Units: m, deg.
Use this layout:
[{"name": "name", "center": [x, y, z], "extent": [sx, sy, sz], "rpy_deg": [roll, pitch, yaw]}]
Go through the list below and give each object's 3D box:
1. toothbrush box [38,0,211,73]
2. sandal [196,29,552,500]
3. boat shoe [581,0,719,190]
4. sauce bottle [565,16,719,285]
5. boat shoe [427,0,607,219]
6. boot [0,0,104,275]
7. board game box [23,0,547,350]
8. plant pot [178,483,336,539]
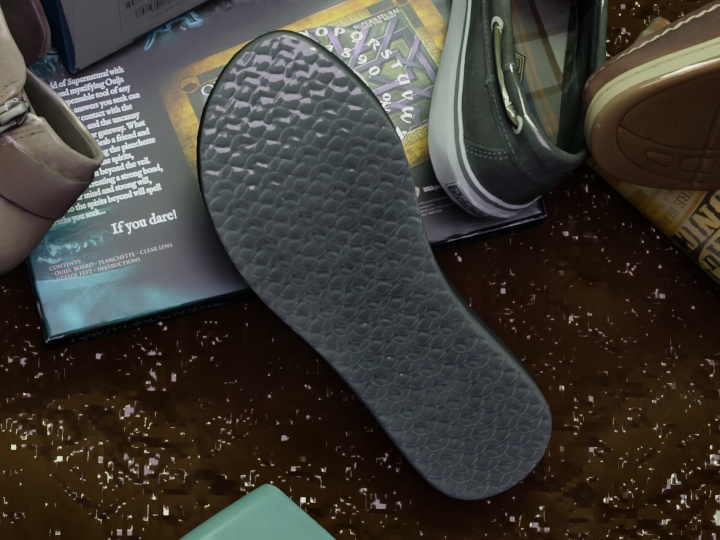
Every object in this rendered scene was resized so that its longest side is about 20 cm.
[{"name": "toothbrush box", "center": [-0.095, -0.201, 1.011], "extent": [0.146, 0.085, 0.201], "rpy_deg": [-29, 77, -11]}, {"name": "sandal", "center": [0.000, 0.001, 1.008], "extent": [0.076, 0.043, 0.201], "rpy_deg": [-29, 113, 2]}, {"name": "boat shoe", "center": [0.161, -0.090, 1.006], "extent": [0.199, 0.072, 0.072], "rpy_deg": [-21, 51, -18]}, {"name": "sauce bottle", "center": [0.168, -0.010, 1.042], "extent": [0.200, 0.066, 0.066], "rpy_deg": [41, 79, 2]}, {"name": "boat shoe", "center": [0.070, -0.116, 1.027], "extent": [0.068, 0.056, 0.202], "rpy_deg": [21, 63, -32]}, {"name": "boot", "center": [-0.188, -0.080, 0.976], "extent": [0.146, 0.070, 0.201], "rpy_deg": [-28, 105, 21]}, {"name": "board game box", "center": [-0.041, -0.059, 1.040], "extent": [0.198, 0.028, 0.136], "rpy_deg": [-14, 83, -9]}, {"name": "plant pot", "center": [-0.069, 0.182, 0.947], "extent": [0.141, 0.141, 0.200], "rpy_deg": [41, 72, 0]}]
